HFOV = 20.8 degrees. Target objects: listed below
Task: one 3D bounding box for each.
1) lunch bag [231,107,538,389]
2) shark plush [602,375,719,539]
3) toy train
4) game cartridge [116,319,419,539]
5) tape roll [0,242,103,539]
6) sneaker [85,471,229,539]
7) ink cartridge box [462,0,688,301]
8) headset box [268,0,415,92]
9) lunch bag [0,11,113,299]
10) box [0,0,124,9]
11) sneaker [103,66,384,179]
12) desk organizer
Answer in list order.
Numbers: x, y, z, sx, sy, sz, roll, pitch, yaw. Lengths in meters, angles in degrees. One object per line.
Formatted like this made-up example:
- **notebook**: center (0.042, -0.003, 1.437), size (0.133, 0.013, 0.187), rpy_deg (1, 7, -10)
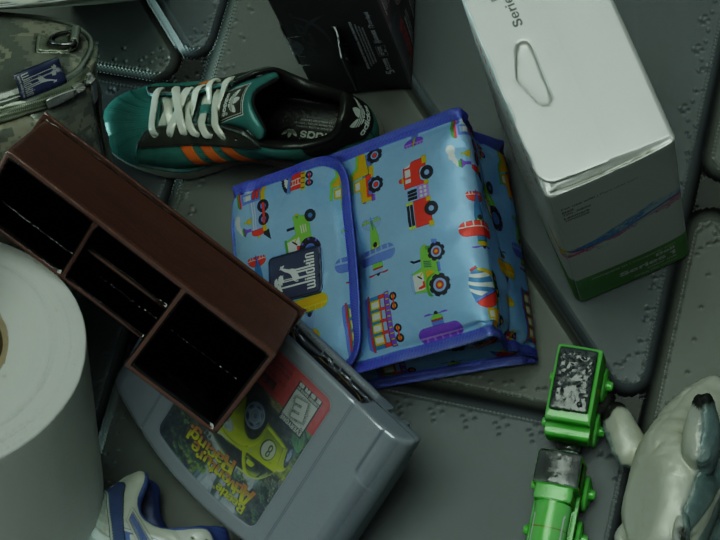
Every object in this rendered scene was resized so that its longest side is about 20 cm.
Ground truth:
- **lunch bag**: center (0.000, 0.000, 1.278), size (0.199, 0.094, 0.151), rpy_deg (-14, 73, 20)
- **shark plush**: center (0.205, 0.157, 1.179), size (0.091, 0.083, 0.201), rpy_deg (-27, 52, 47)
- **toy train**: center (0.122, 0.141, 1.210), size (0.041, 0.056, 0.201), rpy_deg (8, 72, 14)
- **game cartridge**: center (-0.066, 0.093, 1.245), size (0.200, 0.041, 0.133), rpy_deg (42, 118, 23)
- **tape roll**: center (-0.261, 0.094, 1.198), size (0.201, 0.140, 0.203), rpy_deg (1, 44, -1)
- **sneaker**: center (-0.102, 0.204, 1.224), size (0.200, 0.075, 0.088), rpy_deg (39, 82, 20)
- **ink cartridge box**: center (0.135, -0.087, 1.209), size (0.084, 0.200, 0.145), rpy_deg (-22, 69, 3)
- **headset box**: center (-0.009, -0.222, 1.313), size (0.075, 0.149, 0.201), rpy_deg (-1, 70, 11)
- **lunch bag**: center (-0.242, -0.069, 1.277), size (0.167, 0.201, 0.140), rpy_deg (-5, 43, 0)
- **box**: center (-0.194, -0.212, 1.317), size (0.082, 0.200, 0.069), rpy_deg (-5, 97, 9)
- **sneaker**: center (-0.086, -0.106, 1.324), size (0.199, 0.080, 0.072), rpy_deg (2, 71, 12)
- **desk organizer**: center (-0.137, 0.002, 1.169), size (0.200, 0.077, 0.072), rpy_deg (37, 110, -4)
